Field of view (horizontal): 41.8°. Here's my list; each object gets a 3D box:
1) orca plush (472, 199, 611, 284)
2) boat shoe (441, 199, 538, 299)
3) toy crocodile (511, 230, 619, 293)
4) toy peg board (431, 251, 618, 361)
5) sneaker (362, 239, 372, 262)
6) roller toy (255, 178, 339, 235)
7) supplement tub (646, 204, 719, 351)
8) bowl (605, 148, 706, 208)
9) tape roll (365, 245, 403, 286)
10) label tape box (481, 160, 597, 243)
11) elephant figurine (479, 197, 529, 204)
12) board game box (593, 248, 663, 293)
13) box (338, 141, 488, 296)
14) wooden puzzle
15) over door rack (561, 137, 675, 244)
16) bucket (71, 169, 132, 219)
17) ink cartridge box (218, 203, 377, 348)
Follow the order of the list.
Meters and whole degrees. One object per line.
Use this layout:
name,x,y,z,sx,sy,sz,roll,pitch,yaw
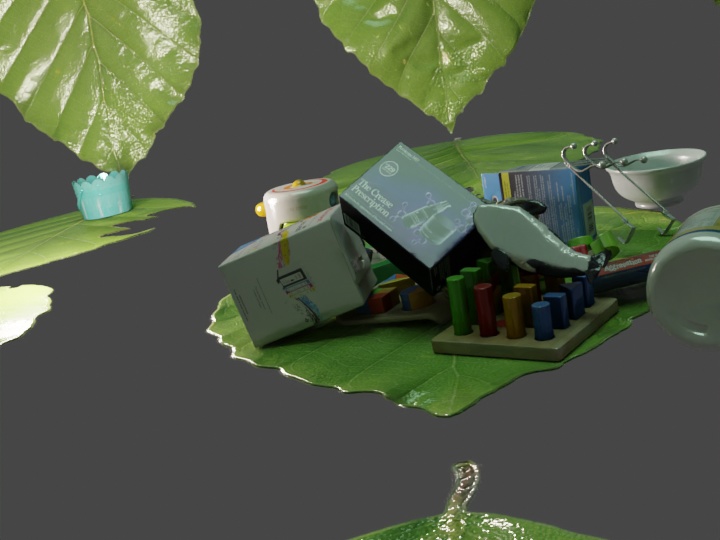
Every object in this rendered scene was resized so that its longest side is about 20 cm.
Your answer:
orca plush,0.252,-0.037,1.311,0.197,0.107,0.071,11,-8,27
boat shoe,0.195,-0.031,1.461,0.199,0.072,0.076,-37,-22,-17
toy crocodile,0.298,-0.009,1.432,0.197,0.069,0.061,-17,-16,29
toy peg board,0.224,0.038,1.307,0.197,0.100,0.199,0,18,39
sneaker,-0.034,-0.034,1.677,0.079,0.075,0.200,-7,20,-13
roller toy,-0.135,-0.143,2.216,0.180,0.142,0.199,-18,15,-30
supplement tub,0.448,0.001,1.177,0.143,0.147,0.199,-2,16,32
bowl,0.596,-0.180,1.896,0.197,0.092,0.201,-10,14,2
tape roll,0.000,0.000,1.736,0.197,0.049,0.201,-10,14,3
label tape box,0.333,-0.124,1.764,0.198,0.146,0.066,1,19,40
elephant figurine,0.241,-0.078,1.695,0.197,0.143,0.156,-11,27,26
board game box,0.419,-0.004,1.383,0.196,0.020,0.103,-13,-17,-7
box,0.084,-0.081,1.417,0.141,0.079,0.199,-40,60,-19
wooden puzzle,0.082,0.038,1.525,0.197,0.047,0.185,-2,16,33
over door rack,0.458,-0.151,1.644,0.146,0.202,0.067,-11,-29,-41
bucket,-0.902,-0.265,3.313,0.203,0.137,0.207,-9,13,2
ink cartridge box,-0.095,0.004,1.506,0.197,0.147,0.147,-22,10,13
